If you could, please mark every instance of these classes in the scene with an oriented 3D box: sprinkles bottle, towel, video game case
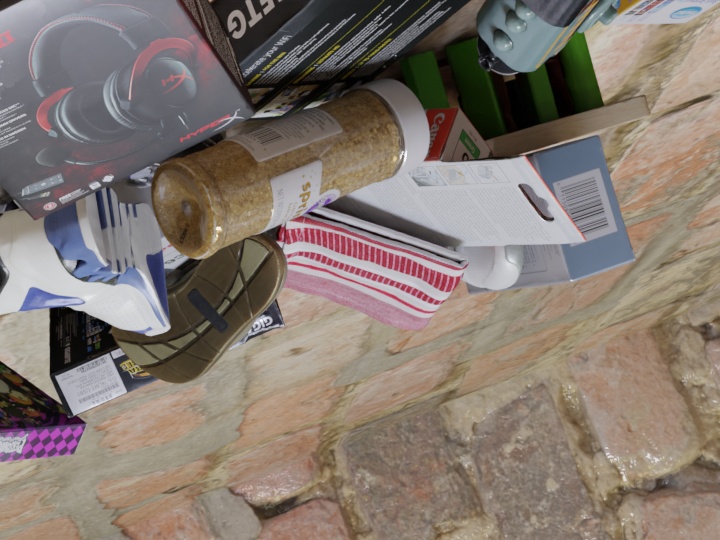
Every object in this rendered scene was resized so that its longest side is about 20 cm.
[{"bbox_3d":[-0.044,-0.070,1.326,0.199,0.069,0.068,-24,172,-39],"label":"sprinkles bottle"},{"bbox_3d":[0.000,0.000,1.550,0.143,0.023,0.200,18,165,-3],"label":"towel"},{"bbox_3d":[-0.346,0.096,1.621,0.200,0.181,0.036,3,116,-62],"label":"video game case"}]

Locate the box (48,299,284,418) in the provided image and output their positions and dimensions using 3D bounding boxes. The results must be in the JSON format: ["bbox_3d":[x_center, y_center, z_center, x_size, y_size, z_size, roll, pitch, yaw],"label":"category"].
[{"bbox_3d":[-0.171,0.037,1.736,0.197,0.050,0.200,-21,-161,-2],"label":"box"}]

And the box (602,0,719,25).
[{"bbox_3d":[0.253,-0.227,1.428,0.200,0.042,0.119,-35,164,38],"label":"box"}]

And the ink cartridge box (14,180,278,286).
[{"bbox_3d":[-0.159,-0.036,1.564,0.144,0.084,0.200,-25,168,18],"label":"ink cartridge box"}]

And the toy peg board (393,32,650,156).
[{"bbox_3d":[0.096,-0.135,1.629,0.199,0.099,0.199,-16,-178,-18],"label":"toy peg board"}]

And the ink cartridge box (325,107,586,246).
[{"bbox_3d":[0.061,-0.067,1.448,0.199,0.051,0.109,-1,146,35],"label":"ink cartridge box"}]

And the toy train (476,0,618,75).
[{"bbox_3d":[0.136,-0.197,1.331,0.114,0.085,0.200,-42,177,-22],"label":"toy train"}]

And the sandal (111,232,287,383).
[{"bbox_3d":[-0.117,0.025,1.557,0.200,0.080,0.054,-38,-177,39],"label":"sandal"}]

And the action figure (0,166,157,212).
[{"bbox_3d":[-0.210,-0.070,1.375,0.199,0.070,0.130,-12,173,-26],"label":"action figure"}]

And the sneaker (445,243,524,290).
[{"bbox_3d":[0.058,-0.023,1.552,0.080,0.071,0.200,-5,-171,-27],"label":"sneaker"}]

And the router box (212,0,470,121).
[{"bbox_3d":[-0.026,-0.163,1.324,0.148,0.051,0.200,-9,162,-42],"label":"router box"}]

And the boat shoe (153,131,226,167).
[{"bbox_3d":[-0.161,-0.089,1.270,0.072,0.065,0.199,-24,152,30],"label":"boat shoe"}]

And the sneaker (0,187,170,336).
[{"bbox_3d":[-0.204,-0.007,1.360,0.114,0.081,0.199,-10,163,9],"label":"sneaker"}]

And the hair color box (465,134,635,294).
[{"bbox_3d":[0.133,-0.040,1.562,0.060,0.100,0.200,-17,-178,-20],"label":"hair color box"}]

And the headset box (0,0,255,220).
[{"bbox_3d":[-0.163,-0.128,1.081,0.148,0.075,0.200,-25,150,5],"label":"headset box"}]
